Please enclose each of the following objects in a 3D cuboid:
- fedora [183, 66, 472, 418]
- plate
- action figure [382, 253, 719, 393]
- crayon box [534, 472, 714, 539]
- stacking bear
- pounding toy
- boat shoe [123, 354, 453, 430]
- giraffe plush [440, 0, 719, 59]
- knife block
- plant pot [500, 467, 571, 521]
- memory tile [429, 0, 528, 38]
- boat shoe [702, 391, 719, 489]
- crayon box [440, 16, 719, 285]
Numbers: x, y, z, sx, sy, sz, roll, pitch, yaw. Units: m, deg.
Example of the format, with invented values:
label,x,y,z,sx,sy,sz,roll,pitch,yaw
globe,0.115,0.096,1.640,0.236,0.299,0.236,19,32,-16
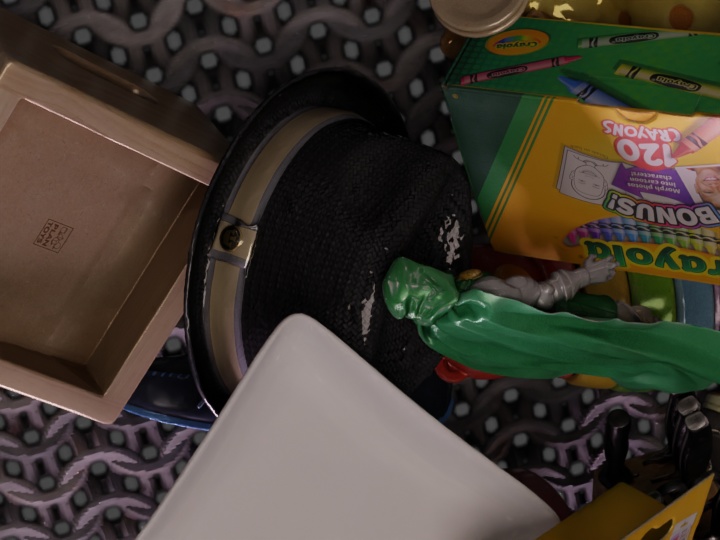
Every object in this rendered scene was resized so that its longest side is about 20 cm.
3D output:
label,x,y,z,sx,sy,sz,roll,pitch,yaw
fedora,0.000,0.000,0.897,0.200,0.092,0.201,-23,119,-49
plate,-0.023,0.151,0.848,0.200,0.032,0.200,40,79,-27
action figure,0.097,0.025,0.869,0.200,0.118,0.055,12,68,-30
crayon box,0.106,0.195,0.901,0.126,0.052,0.200,-22,132,-47
stacking bear,0.134,0.018,0.997,0.200,0.114,0.122,-4,82,-12
pounding toy,-0.183,-0.058,0.905,0.200,0.142,0.184,25,104,-36
boat shoe,-0.043,0.052,1.005,0.200,0.084,0.069,0,103,-29
giraffe plush,0.128,-0.130,0.930,0.162,0.200,0.173,7,87,13
knife block,0.171,0.140,1.026,0.064,0.200,0.176,-14,97,-6
plant pot,0.030,0.195,1.011,0.179,0.200,0.200,-12,113,-24
memory tile,0.060,-0.221,0.879,0.153,0.200,0.017,-36,157,2
boat shoe,0.245,0.144,1.058,0.066,0.072,0.201,-53,137,-11
crayon box,0.150,-0.055,0.854,0.200,0.058,0.119,9,142,27
